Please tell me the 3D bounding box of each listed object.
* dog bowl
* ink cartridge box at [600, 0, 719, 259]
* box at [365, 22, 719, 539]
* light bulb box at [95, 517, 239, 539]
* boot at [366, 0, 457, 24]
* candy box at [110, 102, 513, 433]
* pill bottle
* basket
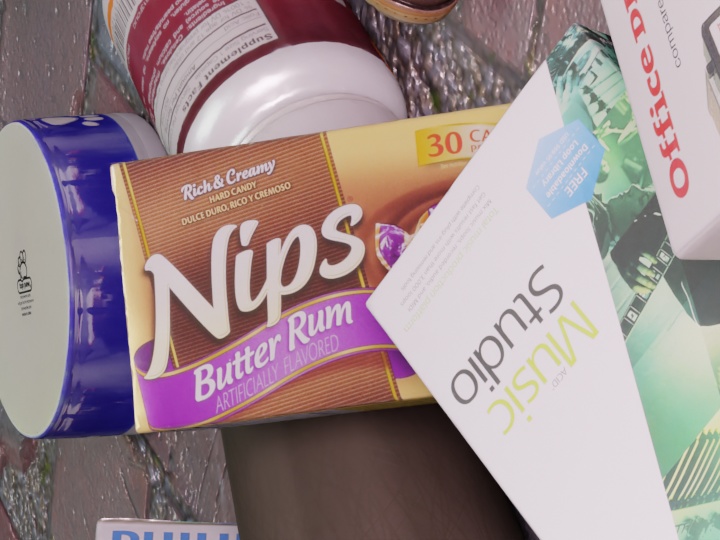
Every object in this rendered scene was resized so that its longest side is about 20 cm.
[{"bbox_3d":[-0.174,0.004,1.571,0.200,0.078,0.201,176,90,-65],"label":"dog bowl"},{"bbox_3d":[0.159,-0.108,0.807,0.200,0.084,0.146,131,130,-57],"label":"ink cartridge box"},{"bbox_3d":[0.098,0.025,0.926,0.145,0.036,0.200,-54,51,21],"label":"box"},{"bbox_3d":[-0.072,0.256,1.223,0.199,0.124,0.201,97,174,-51],"label":"light bulb box"},{"bbox_3d":[0.027,-0.228,1.098,0.166,0.072,0.201,125,139,-57],"label":"boot"},{"bbox_3d":[0.000,0.000,1.058,0.056,0.199,0.117,13,-109,-74],"label":"candy box"},{"bbox_3d":[-0.045,-0.087,1.229,0.200,0.114,0.115,-119,35,-43],"label":"pill bottle"},{"bbox_3d":[0.010,0.126,1.120,0.181,0.135,0.201,78,176,-51],"label":"basket"}]
